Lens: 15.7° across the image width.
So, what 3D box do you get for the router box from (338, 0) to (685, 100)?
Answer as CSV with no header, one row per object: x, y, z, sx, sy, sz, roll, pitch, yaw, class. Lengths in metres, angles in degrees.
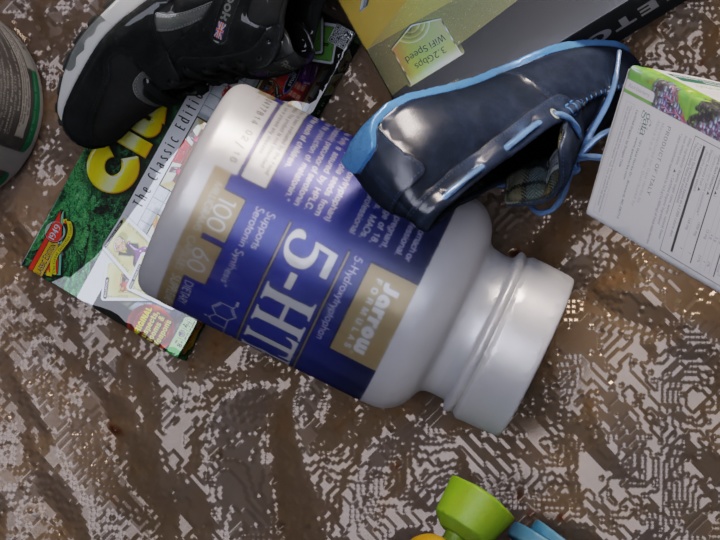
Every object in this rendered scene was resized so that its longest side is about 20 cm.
0.080,-0.180,1.350,0.200,0.052,0.157,-32,73,9,router box

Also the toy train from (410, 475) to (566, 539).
0.031,0.150,1.284,0.085,0.200,0.116,24,79,52,toy train

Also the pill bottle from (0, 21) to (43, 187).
-0.247,-0.097,1.347,0.113,0.200,0.113,-1,85,12,pill bottle

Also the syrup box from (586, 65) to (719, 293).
0.200,-0.025,1.212,0.200,0.079,0.082,34,113,53,syrup box

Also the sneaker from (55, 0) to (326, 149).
-0.074,-0.121,1.338,0.200,0.076,0.088,-47,73,20,sneaker

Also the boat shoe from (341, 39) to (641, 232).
0.075,-0.057,1.293,0.069,0.200,0.084,52,141,19,boat shoe

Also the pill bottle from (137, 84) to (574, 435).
0.000,0.000,1.322,0.200,0.120,0.120,26,92,1,pill bottle

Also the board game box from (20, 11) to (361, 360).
-0.091,-0.064,1.402,0.105,0.023,0.200,29,92,15,board game box
